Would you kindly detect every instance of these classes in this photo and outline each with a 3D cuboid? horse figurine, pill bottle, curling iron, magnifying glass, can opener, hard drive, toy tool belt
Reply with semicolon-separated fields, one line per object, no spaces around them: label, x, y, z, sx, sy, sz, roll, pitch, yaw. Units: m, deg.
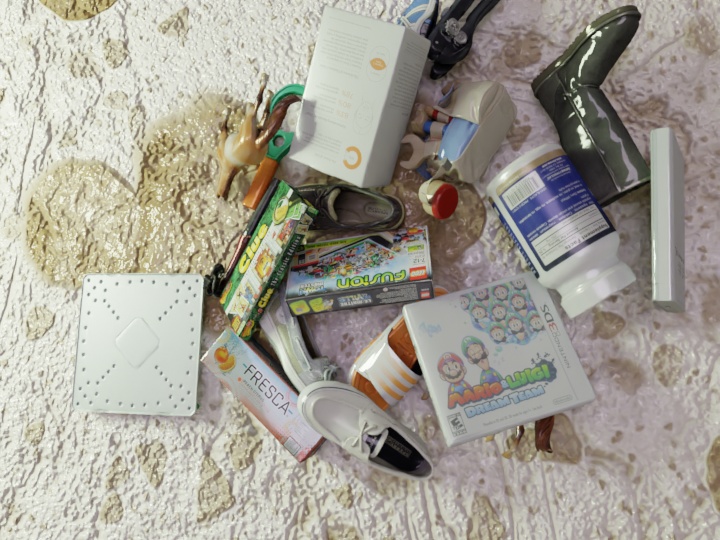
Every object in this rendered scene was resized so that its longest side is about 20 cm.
horse figurine;0.174;0.152;0.787;0.198;0.050;0.134;32;79;19
pill bottle;0.257;-0.050;0.774;0.114;0.116;0.203;-29;78;4
curling iron;-0.169;-0.046;0.882;0.025;0.050;0.202;31;85;13
magnifying glass;-0.126;-0.187;0.908;0.078;0.022;0.203;22;86;12
can opener;0.153;-0.368;0.861;0.063;0.078;0.202;35;78;-14
hard drive;0.383;-0.056;0.748;0.026;0.131;0.205;-1;80;34
horse figurine;-0.158;-0.186;0.839;0.198;0.049;0.136;-11;66;52
toy tool belt;0.117;-0.173;0.830;0.122;0.125;0.202;27;83;43

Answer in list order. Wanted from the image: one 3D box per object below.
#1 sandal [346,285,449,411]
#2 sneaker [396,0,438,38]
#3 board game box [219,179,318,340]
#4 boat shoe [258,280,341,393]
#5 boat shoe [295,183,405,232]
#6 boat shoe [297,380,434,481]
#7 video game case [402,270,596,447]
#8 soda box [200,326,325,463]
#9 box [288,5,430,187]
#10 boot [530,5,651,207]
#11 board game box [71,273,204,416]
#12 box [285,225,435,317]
sandal;0.056;0.109;0.800;0.079;0.059;0.208;36;88;-15
sneaker;0.058;-0.328;0.870;0.076;0.076;0.203;24;85;8
board game box;-0.131;-0.017;0.830;0.202;0.023;0.105;-61;34;11
boat shoe;-0.074;0.111;0.829;0.064;0.074;0.203;-37;70;6
boat shoe;-0.036;-0.094;0.855;0.195;0.065;0.075;1;84;11
boat shoe;0.010;0.208;0.758;0.199;0.066;0.073;38;86;-17
video game case;0.172;0.105;0.765;0.196;0.024;0.185;-14;65;-9
soda box;-0.123;0.167;0.829;0.200;0.068;0.064;43;89;12
box;-0.002;-0.229;0.813;0.123;0.097;0.204;24;107;22
boot;0.320;-0.201;0.775;0.071;0.182;0.204;-4;66;-32
board game box;-0.326;0.107;0.895;0.195;0.026;0.205;0;82;9
box;0.000;0.000;0.822;0.195;0.035;0.111;-8;43;8
